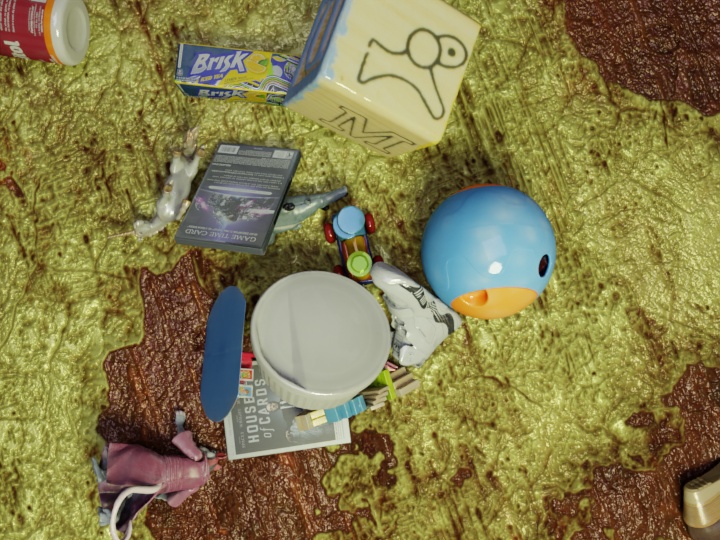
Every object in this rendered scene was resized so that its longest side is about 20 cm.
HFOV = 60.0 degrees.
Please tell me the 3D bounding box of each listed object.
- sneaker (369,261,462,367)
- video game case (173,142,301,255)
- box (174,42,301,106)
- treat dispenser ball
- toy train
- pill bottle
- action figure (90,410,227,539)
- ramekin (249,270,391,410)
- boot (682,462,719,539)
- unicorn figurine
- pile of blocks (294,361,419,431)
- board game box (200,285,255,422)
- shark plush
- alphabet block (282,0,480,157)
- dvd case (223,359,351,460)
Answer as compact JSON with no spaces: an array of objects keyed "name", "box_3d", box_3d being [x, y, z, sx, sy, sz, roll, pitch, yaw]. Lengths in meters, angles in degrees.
[{"name":"sneaker","box_3d":[0.066,0.075,0.956,0.199,0.075,0.115,35,92,-37]},{"name":"video game case","box_3d":[-0.185,-0.116,0.961,0.141,0.019,0.202,7,57,12]},{"name":"box","box_3d":[-0.195,-0.316,1.014,0.197,0.064,0.071,6,86,-1]},{"name":"treat dispenser ball","box_3d":[0.190,-0.028,0.936,0.198,0.201,0.204,0,86,-2]},{"name":"toy train","box_3d":[0.000,0.000,0.971,0.084,0.116,0.203,-13,86,-2]},{"name":"pill bottle","box_3d":[-0.545,-0.395,0.984,0.197,0.113,0.115,9,86,0]},{"name":"action figure","box_3d":[-0.287,0.296,0.926,0.198,0.148,0.136,-2,95,-34]},{"name":"ramekin","box_3d":[-0.063,0.107,0.906,0.200,0.095,0.204,7,54,-10]},{"name":"boot","box_3d":[0.615,0.391,1.000,0.198,0.072,0.168,-19,99,-4]},{"name":"unicorn figurine","box_3d":[-0.298,-0.121,0.978,0.074,0.137,0.201,38,65,-15]},{"name":"pile of blocks","box_3d":[-0.009,0.182,0.955,0.198,0.082,0.063,-19,91,-18]},{"name":"board game box","box_3d":[-0.194,0.127,0.946,0.039,0.157,0.203,12,72,-31]},{"name":"shark plush","box_3d":[-0.115,-0.086,0.990,0.197,0.083,0.092,-5,86,-2]},{"name":"alphabet block","box_3d":[0.026,-0.304,0.927,0.198,0.196,0.197,23,86,-21]},{"name":"dvd case","box_3d":[-0.121,0.213,0.999,0.197,0.025,0.152,-8,86,-3]}]
